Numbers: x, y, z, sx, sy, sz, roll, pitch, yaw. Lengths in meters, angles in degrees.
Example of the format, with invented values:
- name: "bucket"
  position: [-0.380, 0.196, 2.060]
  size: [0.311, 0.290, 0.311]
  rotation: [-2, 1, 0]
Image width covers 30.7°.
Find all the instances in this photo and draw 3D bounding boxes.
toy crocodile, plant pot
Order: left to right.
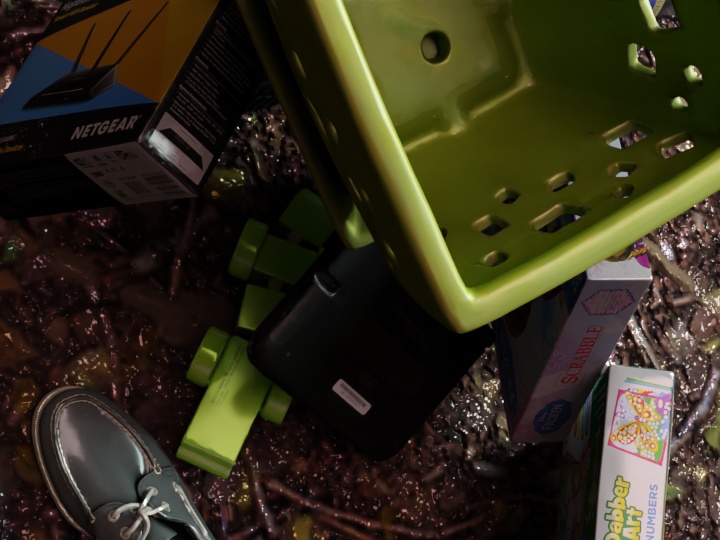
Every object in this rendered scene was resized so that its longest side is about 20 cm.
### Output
- name: "toy crocodile"
  position: [-0.063, 0.036, 0.839]
  size: [0.067, 0.062, 0.201]
  rotation: [21, 71, -3]
- name: "plant pot"
  position: [0.055, -0.112, 0.644]
  size: [0.199, 0.181, 0.201]
  rotation: [-29, 109, -14]

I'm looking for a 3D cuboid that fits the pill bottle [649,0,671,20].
- name: "pill bottle"
  position: [0.129, -0.214, 0.966]
  size: [0.199, 0.112, 0.112]
  rotation: [-19, 87, -30]

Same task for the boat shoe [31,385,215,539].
- name: "boat shoe"
  position: [-0.121, 0.151, 0.776]
  size: [0.073, 0.062, 0.200]
  rotation: [-34, 94, -29]

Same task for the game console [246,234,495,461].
- name: "game console"
  position: [0.000, 0.000, 0.837]
  size: [0.176, 0.116, 0.200]
  rotation: [-49, 145, -4]

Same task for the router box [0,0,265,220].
- name: "router box"
  position: [-0.135, -0.107, 0.753]
  size: [0.051, 0.200, 0.150]
  rotation: [43, 60, -34]

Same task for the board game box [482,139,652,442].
- name: "board game box"
  position: [0.119, -0.024, 0.834]
  size: [0.041, 0.200, 0.201]
  rotation: [0, 56, -8]

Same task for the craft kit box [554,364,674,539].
- name: "craft kit box"
  position: [0.154, 0.179, 0.836]
  size: [0.048, 0.200, 0.198]
  rotation: [5, 72, 3]

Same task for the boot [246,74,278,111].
- name: "boot"
  position: [-0.060, -0.189, 0.892]
  size: [0.200, 0.077, 0.139]
  rotation: [-14, 80, -42]
